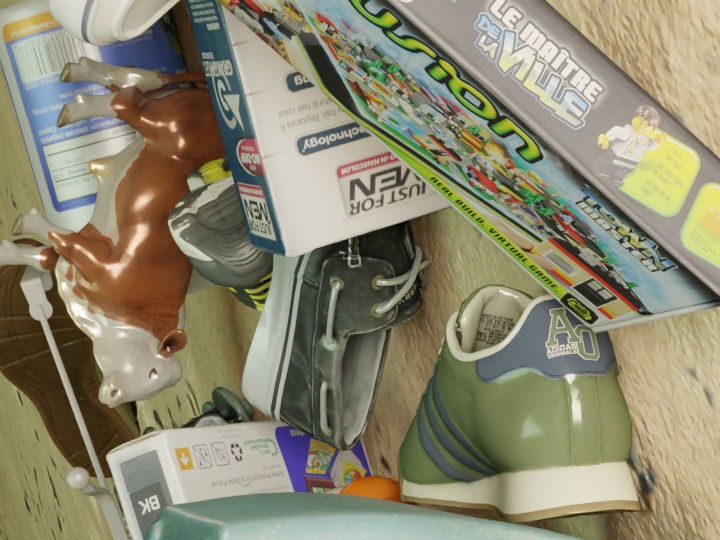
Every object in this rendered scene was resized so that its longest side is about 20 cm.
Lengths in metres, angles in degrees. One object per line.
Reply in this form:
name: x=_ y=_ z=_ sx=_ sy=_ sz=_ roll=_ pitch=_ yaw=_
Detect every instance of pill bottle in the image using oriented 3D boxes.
pill bottle: x=-0.152 y=-0.079 z=1.232 sx=0.112 sy=0.112 sz=0.200 roll=-174 pitch=68 yaw=-72

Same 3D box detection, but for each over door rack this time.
over door rack: x=-0.108 y=0.073 z=1.164 sx=0.067 sy=0.148 sz=0.200 roll=-82 pitch=-24 yaw=-84

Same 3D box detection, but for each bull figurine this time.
bull figurine: x=-0.135 y=-0.025 z=1.113 sx=0.065 sy=0.121 sz=0.200 roll=-10 pitch=59 yaw=66

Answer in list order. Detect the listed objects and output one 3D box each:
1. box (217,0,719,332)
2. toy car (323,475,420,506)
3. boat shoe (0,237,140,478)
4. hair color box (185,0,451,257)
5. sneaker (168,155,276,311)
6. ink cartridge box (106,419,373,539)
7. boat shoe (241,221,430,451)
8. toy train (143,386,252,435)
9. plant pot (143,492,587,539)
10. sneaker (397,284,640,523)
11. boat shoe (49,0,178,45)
box: x=0.033 y=-0.061 z=0.631 sx=0.200 sy=0.035 sz=0.110 roll=41 pitch=165 yaw=-7
toy car: x=0.026 y=0.185 z=0.896 sx=0.150 sy=0.175 sz=0.200 roll=-26 pitch=96 yaw=32
boat shoe: x=-0.190 y=0.047 z=1.288 sx=0.072 sy=0.072 sz=0.200 roll=-83 pitch=-24 yaw=-47
hair color box: x=-0.018 y=-0.115 z=0.795 sx=0.061 sy=0.100 sz=0.200 roll=-166 pitch=60 yaw=-71
sneaker: x=-0.046 y=-0.017 z=1.016 sx=0.200 sy=0.074 sz=0.085 roll=-91 pitch=-25 yaw=-77
ink cartridge box: x=-0.033 y=0.176 z=1.016 sx=0.198 sy=0.043 sz=0.200 roll=3 pitch=-115 yaw=-62
boat shoe: x=0.000 y=0.000 z=0.919 sx=0.071 sy=0.072 sz=0.200 roll=29 pitch=133 yaw=18
toy train: x=-0.105 y=0.156 z=1.381 sx=0.114 sy=0.085 sz=0.200 roll=58 pitch=159 yaw=6
plant pot: x=0.009 y=0.170 z=0.694 sx=0.196 sy=0.200 sz=0.196 roll=-70 pitch=15 yaw=-9
sneaker: x=0.060 y=0.050 z=0.793 sx=0.200 sy=0.067 sz=0.090 roll=165 pitch=100 yaw=-76
boat shoe: x=-0.031 y=-0.143 z=0.695 sx=0.065 sy=0.200 sz=0.074 roll=48 pitch=-158 yaw=9
